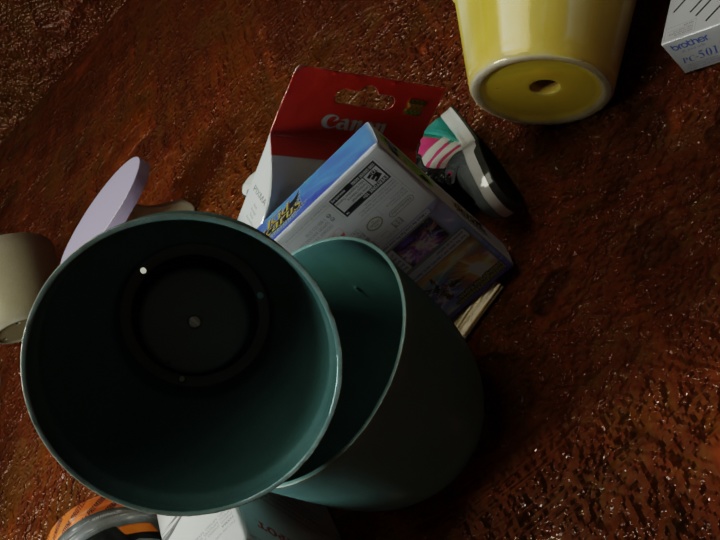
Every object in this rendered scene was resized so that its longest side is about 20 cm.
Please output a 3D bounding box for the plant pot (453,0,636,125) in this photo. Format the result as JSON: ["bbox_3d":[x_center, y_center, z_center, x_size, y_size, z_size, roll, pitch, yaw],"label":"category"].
[{"bbox_3d":[0.171,-0.247,0.902,0.201,0.201,0.189,-15,64,46],"label":"plant pot"}]

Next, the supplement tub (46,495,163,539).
[{"bbox_3d":[-0.176,0.279,0.767,0.123,0.122,0.200,-49,46,7],"label":"supplement tub"}]

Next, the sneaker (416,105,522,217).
[{"bbox_3d":[0.075,-0.079,0.942,0.121,0.084,0.200,-39,25,12],"label":"sneaker"}]

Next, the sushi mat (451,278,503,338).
[{"bbox_3d":[0.048,0.076,0.894,0.200,0.012,0.096,-54,30,-2],"label":"sushi mat"}]

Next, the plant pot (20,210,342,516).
[{"bbox_3d":[-0.118,0.048,0.675,0.200,0.200,0.134,-50,14,6],"label":"plant pot"}]

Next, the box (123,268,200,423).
[{"bbox_3d":[-0.162,0.076,0.821,0.078,0.095,0.200,-25,35,30],"label":"box"}]

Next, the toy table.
[{"bbox_3d":[-0.341,-0.053,1.446,0.200,0.117,0.184,-50,31,6],"label":"toy table"}]

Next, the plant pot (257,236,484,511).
[{"bbox_3d":[0.004,0.098,0.771,0.200,0.161,0.201,-25,48,32],"label":"plant pot"}]

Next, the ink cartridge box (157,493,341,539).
[{"bbox_3d":[-0.088,0.217,0.803,0.085,0.146,0.200,-47,31,4],"label":"ink cartridge box"}]

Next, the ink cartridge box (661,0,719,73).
[{"bbox_3d":[0.345,-0.234,0.777,0.200,0.044,0.094,-13,51,47],"label":"ink cartridge box"}]

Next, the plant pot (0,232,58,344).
[{"bbox_3d":[-0.598,0.045,1.654,0.200,0.200,0.135,-36,70,25],"label":"plant pot"}]

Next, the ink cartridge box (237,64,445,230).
[{"bbox_3d":[-0.014,-0.075,0.867,0.050,0.162,0.200,57,133,39],"label":"ink cartridge box"}]

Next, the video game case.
[{"bbox_3d":[0.000,0.000,0.845,0.200,0.181,0.045,-42,32,16],"label":"video game case"}]

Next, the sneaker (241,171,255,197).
[{"bbox_3d":[-0.093,-0.087,1.197,0.115,0.081,0.200,-34,29,35],"label":"sneaker"}]
